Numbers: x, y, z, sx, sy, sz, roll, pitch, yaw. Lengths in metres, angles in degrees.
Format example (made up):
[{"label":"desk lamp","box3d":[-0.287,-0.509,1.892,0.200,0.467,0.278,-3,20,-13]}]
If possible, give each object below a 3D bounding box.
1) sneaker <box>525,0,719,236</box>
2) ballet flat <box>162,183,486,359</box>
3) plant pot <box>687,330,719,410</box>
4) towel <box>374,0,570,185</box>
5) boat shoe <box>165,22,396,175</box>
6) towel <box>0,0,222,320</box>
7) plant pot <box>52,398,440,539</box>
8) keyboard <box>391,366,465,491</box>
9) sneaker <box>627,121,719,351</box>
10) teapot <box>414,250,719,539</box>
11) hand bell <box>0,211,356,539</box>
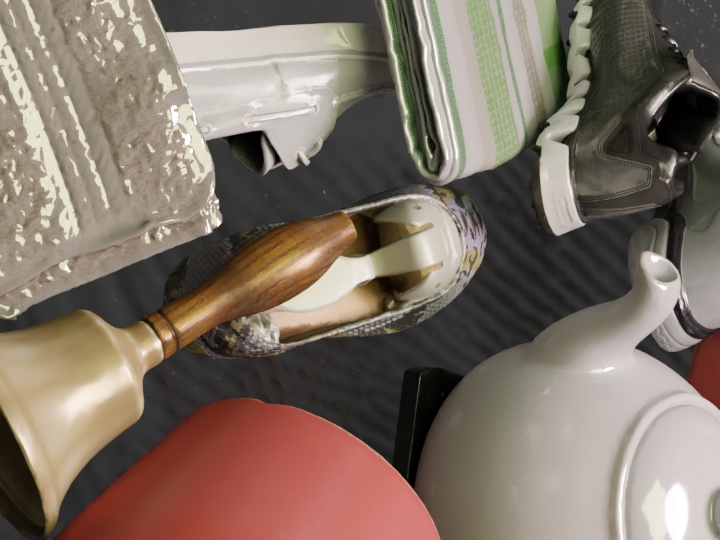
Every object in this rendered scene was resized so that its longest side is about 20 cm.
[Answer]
[{"label":"sneaker","box3d":[0.151,-0.095,1.205,0.201,0.090,0.067,-70,148,-43]},{"label":"ballet flat","box3d":[0.000,0.000,1.125,0.199,0.072,0.073,-16,92,-35]},{"label":"plant pot","box3d":[0.282,0.078,1.211,0.199,0.176,0.202,-8,101,-46]},{"label":"towel","box3d":[0.056,-0.129,1.156,0.200,0.030,0.151,-27,107,-65]},{"label":"boat shoe","box3d":[-0.050,-0.080,1.101,0.199,0.072,0.069,-7,89,-35]},{"label":"towel","box3d":[-0.151,-0.089,1.022,0.132,0.034,0.201,-23,95,-4]},{"label":"plant pot","box3d":[-0.062,0.166,0.992,0.201,0.200,0.178,50,49,-17]},{"label":"keyboard","box3d":[0.017,0.145,1.144,0.104,0.039,0.202,28,65,-53]},{"label":"sneaker","box3d":[0.208,-0.042,1.212,0.075,0.114,0.201,59,28,-29]},{"label":"teapot","box3d":[0.132,0.127,1.130,0.200,0.145,0.199,41,57,-37]},{"label":"hand bell","box3d":[-0.083,0.027,1.021,0.199,0.104,0.105,-29,99,-24]}]
